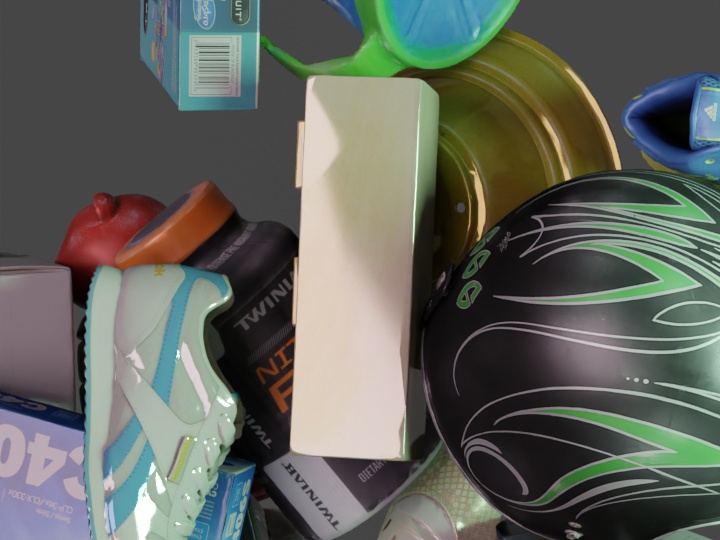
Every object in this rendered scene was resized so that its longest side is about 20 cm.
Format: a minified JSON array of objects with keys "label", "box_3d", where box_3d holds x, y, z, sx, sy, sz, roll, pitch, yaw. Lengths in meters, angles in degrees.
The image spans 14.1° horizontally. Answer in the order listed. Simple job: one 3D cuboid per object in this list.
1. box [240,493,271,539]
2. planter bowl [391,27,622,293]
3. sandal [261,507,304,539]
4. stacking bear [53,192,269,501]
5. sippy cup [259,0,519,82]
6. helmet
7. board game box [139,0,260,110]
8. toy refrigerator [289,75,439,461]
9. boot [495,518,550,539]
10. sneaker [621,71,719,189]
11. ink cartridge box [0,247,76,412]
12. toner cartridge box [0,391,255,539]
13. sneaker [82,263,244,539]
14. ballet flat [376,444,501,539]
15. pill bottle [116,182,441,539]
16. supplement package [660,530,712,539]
[{"label":"box","box_3d":[-0.134,0.232,1.656,0.199,0.048,0.159,-19,63,8]},{"label":"planter bowl","box_3d":[0.043,-0.038,1.644,0.199,0.083,0.202,4,97,32]},{"label":"sandal","box_3d":[-0.062,0.234,1.712,0.082,0.050,0.204,2,53,13]},{"label":"stacking bear","box_3d":[-0.126,0.052,1.744,0.113,0.121,0.201,-19,83,17]},{"label":"sippy cup","box_3d":[0.011,-0.197,1.626,0.130,0.177,0.140,27,137,38]},{"label":"helmet","box_3d":[0.148,0.042,1.516,0.190,0.199,0.201,-21,84,42]},{"label":"board game box","box_3d":[-0.092,-0.181,1.651,0.047,0.200,0.152,0,102,-10]},{"label":"toy refrigerator","box_3d":[0.000,0.000,1.558,0.069,0.076,0.201,3,88,9]},{"label":"boot","box_3d":[0.109,0.198,1.577,0.074,0.200,0.098,-8,99,6]},{"label":"sneaker","box_3d":[0.224,-0.061,1.514,0.199,0.105,0.076,7,90,31]},{"label":"ink cartridge box","box_3d":[-0.236,0.063,1.767,0.200,0.084,0.147,-167,74,-68]},{"label":"toner cartridge box","box_3d":[-0.166,0.129,1.624,0.199,0.043,0.096,14,98,13]},{"label":"sneaker","box_3d":[-0.103,0.096,1.549,0.080,0.077,0.201,-2,87,3]},{"label":"ballet flat","box_3d":[0.025,0.189,1.692,0.067,0.062,0.201,31,110,25]},{"label":"pill bottle","box_3d":[-0.051,0.047,1.651,0.106,0.106,0.200,-34,101,29]},{"label":"supplement package","box_3d":[0.225,0.233,1.533,0.199,0.117,0.118,19,105,22]}]
